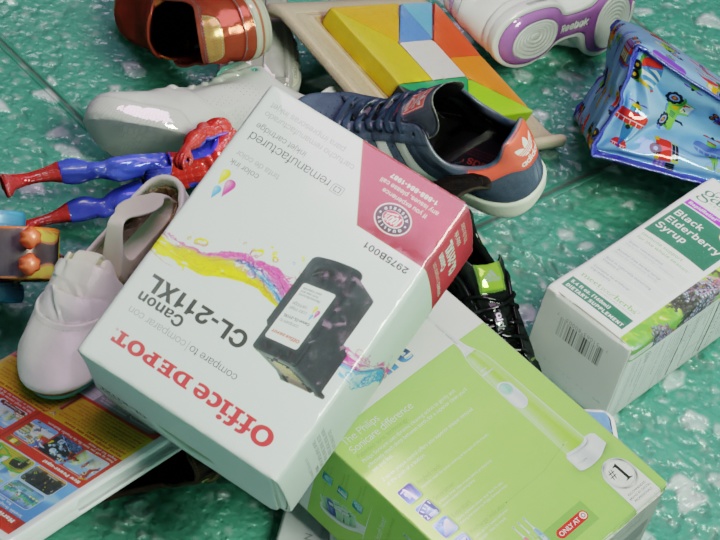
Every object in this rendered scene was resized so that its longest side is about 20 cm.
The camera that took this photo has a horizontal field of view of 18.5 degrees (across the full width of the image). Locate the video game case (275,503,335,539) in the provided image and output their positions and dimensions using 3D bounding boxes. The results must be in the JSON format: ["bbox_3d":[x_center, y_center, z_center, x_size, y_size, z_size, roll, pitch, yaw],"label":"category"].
[{"bbox_3d":[0.035,0.220,1.355,0.200,0.022,0.182,15,42,1],"label":"video game case"}]

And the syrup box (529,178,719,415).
[{"bbox_3d":[0.214,0.018,1.579,0.079,0.081,0.200,39,49,23],"label":"syrup box"}]

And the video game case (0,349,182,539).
[{"bbox_3d":[-0.183,0.092,1.349,0.143,0.017,0.200,27,43,35],"label":"video game case"}]

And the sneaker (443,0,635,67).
[{"bbox_3d":[0.151,-0.223,1.809,0.100,0.075,0.200,37,31,31],"label":"sneaker"}]

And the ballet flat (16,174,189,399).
[{"bbox_3d":[-0.163,0.002,1.408,0.069,0.069,0.200,24,40,10],"label":"ballet flat"}]

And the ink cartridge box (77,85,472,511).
[{"bbox_3d":[-0.048,0.018,1.298,0.146,0.083,0.200,32,76,12],"label":"ink cartridge box"}]

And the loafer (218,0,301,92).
[{"bbox_3d":[-0.093,-0.198,1.736,0.070,0.070,0.200,8,42,-20],"label":"loafer"}]

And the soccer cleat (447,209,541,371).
[{"bbox_3d":[0.085,0.041,1.517,0.067,0.081,0.200,-6,46,-21],"label":"soccer cleat"}]

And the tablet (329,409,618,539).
[{"bbox_3d":[0.076,0.142,1.416,0.200,0.014,0.130,2,51,-11],"label":"tablet"}]

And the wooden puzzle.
[{"bbox_3d":[0.047,-0.155,1.704,0.200,0.037,0.185,45,33,24],"label":"wooden puzzle"}]

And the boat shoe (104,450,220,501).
[{"bbox_3d":[-0.116,0.110,1.399,0.200,0.070,0.070,-14,41,-17],"label":"boat shoe"}]

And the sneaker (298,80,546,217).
[{"bbox_3d":[0.035,-0.104,1.554,0.200,0.085,0.075,14,59,19],"label":"sneaker"}]

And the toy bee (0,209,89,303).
[{"bbox_3d":[-0.241,-0.018,1.457,0.200,0.109,0.131,-20,89,-7],"label":"toy bee"}]

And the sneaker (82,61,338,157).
[{"bbox_3d":[-0.106,-0.118,1.628,0.200,0.075,0.089,9,69,-20],"label":"sneaker"}]

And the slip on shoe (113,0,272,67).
[{"bbox_3d":[-0.141,-0.189,1.664,0.061,0.074,0.200,-19,22,-28],"label":"slip on shoe"}]

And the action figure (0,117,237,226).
[{"bbox_3d":[-0.142,-0.055,1.532,0.200,0.065,0.099,-17,27,-13],"label":"action figure"}]

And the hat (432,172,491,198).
[{"bbox_3d":[0.000,0.000,1.450,0.200,0.081,0.201,-17,8,2],"label":"hat"}]

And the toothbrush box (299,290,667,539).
[{"bbox_3d":[0.062,0.127,1.360,0.200,0.086,0.146,42,56,19],"label":"toothbrush box"}]

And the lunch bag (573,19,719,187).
[{"bbox_3d":[0.278,-0.109,1.703,0.200,0.094,0.151,21,14,-5],"label":"lunch bag"}]
